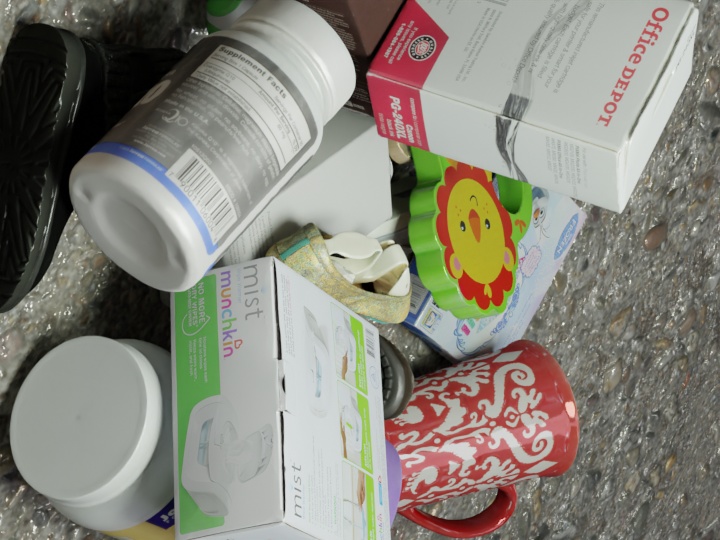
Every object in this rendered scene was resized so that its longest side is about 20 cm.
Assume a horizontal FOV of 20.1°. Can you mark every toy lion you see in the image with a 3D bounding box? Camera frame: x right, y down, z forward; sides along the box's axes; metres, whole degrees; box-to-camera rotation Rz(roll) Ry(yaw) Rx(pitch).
[{"bbox_3d":[0.097,-0.057,1.765,0.200,0.068,0.194,-18,94,-58],"label":"toy lion"}]

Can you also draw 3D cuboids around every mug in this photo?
[{"bbox_3d":[0.091,0.172,1.896,0.199,0.133,0.179,-13,93,-29],"label":"mug"}]

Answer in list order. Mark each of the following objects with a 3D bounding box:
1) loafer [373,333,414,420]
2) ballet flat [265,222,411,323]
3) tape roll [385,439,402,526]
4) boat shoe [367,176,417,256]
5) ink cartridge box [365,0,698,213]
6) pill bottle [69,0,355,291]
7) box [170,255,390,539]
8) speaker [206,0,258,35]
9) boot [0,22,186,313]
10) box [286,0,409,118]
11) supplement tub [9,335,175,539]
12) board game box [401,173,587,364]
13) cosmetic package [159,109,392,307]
[{"bbox_3d":[-0.011,0.069,1.664,0.071,0.200,0.074,20,98,-38],"label":"loafer"},{"bbox_3d":[0.000,0.000,1.604,0.199,0.070,0.071,13,101,-57],"label":"ballet flat"},{"bbox_3d":[-0.061,0.203,1.679,0.085,0.200,0.201,35,80,-23],"label":"tape roll"},{"bbox_3d":[0.023,-0.031,1.771,0.200,0.070,0.072,-19,121,-52],"label":"boat shoe"},{"bbox_3d":[0.125,-0.143,1.459,0.146,0.199,0.084,-60,158,-27],"label":"ink cartridge box"},{"bbox_3d":[-0.097,-0.091,1.388,0.200,0.113,0.114,-49,144,-30],"label":"pill bottle"},{"bbox_3d":[-0.056,0.117,1.499,0.176,0.096,0.202,34,47,-57],"label":"box"},{"bbox_3d":[-0.060,-0.260,1.490,0.088,0.088,0.202,-13,122,-50],"label":"speaker"},{"bbox_3d":[-0.193,-0.065,1.435,0.157,0.079,0.213,10,102,-56],"label":"boot"},{"bbox_3d":[-0.002,-0.203,1.466,0.101,0.074,0.200,-64,158,-18],"label":"box"},{"bbox_3d":[-0.161,0.137,1.553,0.146,0.145,0.200,-62,147,-4],"label":"supplement tub"},{"bbox_3d":[0.124,-0.009,1.953,0.201,0.043,0.199,-61,147,-6],"label":"board game box"},{"bbox_3d":[-0.067,-0.048,1.619,0.200,0.084,0.108,-38,140,-36],"label":"cosmetic package"}]
